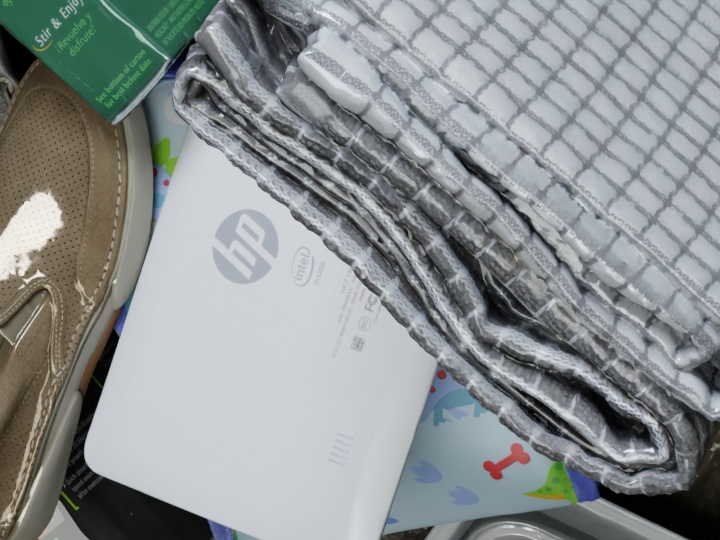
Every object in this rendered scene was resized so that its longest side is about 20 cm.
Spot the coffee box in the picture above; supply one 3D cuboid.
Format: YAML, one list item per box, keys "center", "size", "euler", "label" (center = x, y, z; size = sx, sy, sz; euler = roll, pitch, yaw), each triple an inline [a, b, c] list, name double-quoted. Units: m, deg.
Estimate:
- center: [-0.135, -0.158, 1.059]
  size: [0.200, 0.123, 0.044]
  euler: [41, 123, -7]
  label: "coffee box"

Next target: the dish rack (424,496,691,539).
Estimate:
- center: [0.103, 0.180, 1.173]
  size: [0.200, 0.044, 0.172]
  euler: [26, 130, -6]
  label: "dish rack"

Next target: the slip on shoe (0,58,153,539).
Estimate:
- center: [-0.136, 0.011, 1.064]
  size: [0.076, 0.061, 0.200]
  euler: [21, 97, 36]
  label: "slip on shoe"

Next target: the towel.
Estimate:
- center: [0.047, -0.044, 0.836]
  size: [0.200, 0.166, 0.086]
  euler: [40, 125, -3]
  label: "towel"

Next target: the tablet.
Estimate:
- center: [-0.022, -0.002, 1.032]
  size: [0.130, 0.014, 0.200]
  euler: [19, 92, 26]
  label: "tablet"

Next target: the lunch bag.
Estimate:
- center: [0.000, 0.000, 1.094]
  size: [0.170, 0.127, 0.200]
  euler: [-12, 108, 23]
  label: "lunch bag"

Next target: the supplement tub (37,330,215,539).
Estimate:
- center: [-0.136, 0.072, 1.173]
  size: [0.122, 0.123, 0.200]
  euler: [-34, 102, 28]
  label: "supplement tub"

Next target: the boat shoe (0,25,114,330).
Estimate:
- center: [-0.125, -0.063, 1.129]
  size: [0.065, 0.073, 0.200]
  euler: [-31, 103, 30]
  label: "boat shoe"
